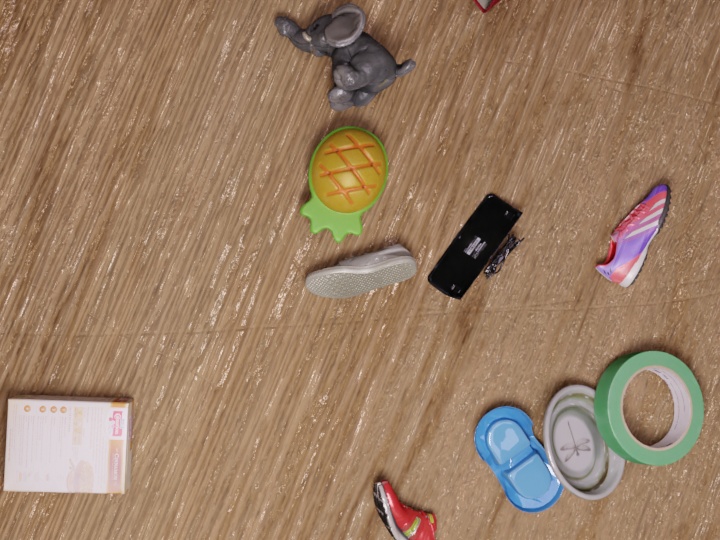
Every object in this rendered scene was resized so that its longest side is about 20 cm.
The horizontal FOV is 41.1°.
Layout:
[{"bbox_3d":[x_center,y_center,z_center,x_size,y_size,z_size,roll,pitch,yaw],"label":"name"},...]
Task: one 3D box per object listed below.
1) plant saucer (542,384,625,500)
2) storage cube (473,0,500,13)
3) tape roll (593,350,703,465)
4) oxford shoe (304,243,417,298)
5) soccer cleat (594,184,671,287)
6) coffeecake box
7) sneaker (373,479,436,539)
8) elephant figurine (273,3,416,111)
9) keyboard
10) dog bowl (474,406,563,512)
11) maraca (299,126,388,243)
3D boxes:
[{"bbox_3d":[0.383,0.304,1.695,0.199,0.050,0.201,13,67,-33],"label":"plant saucer"},{"bbox_3d":[0.248,-0.587,1.658,0.180,0.171,0.200,-39,92,-6],"label":"storage cube"},{"bbox_3d":[0.515,0.244,1.709,0.199,0.048,0.202,2,82,-17],"label":"tape roll"},{"bbox_3d":[0.000,0.000,1.688,0.199,0.075,0.058,-14,49,3],"label":"oxford shoe"},{"bbox_3d":[0.494,-0.072,1.728,0.073,0.068,0.201,25,89,0],"label":"soccer cleat"},{"bbox_3d":[-0.491,0.293,1.627,0.199,0.073,0.155,3,89,-5],"label":"coffeecake box"},{"bbox_3d":[0.089,0.442,1.685,0.085,0.077,0.201,-32,103,-10],"label":"sneaker"},{"bbox_3d":[-0.031,-0.392,1.659,0.154,0.141,0.201,-13,73,-33],"label":"elephant figurine"},{"bbox_3d":[0.216,-0.032,1.724,0.104,0.040,0.200,36,87,20],"label":"keyboard"},{"bbox_3d":[0.278,0.333,1.709,0.111,0.050,0.201,-34,92,-5],"label":"dog bowl"},{"bbox_3d":[-0.028,-0.150,1.658,0.136,0.107,0.201,20,88,-2],"label":"maraca"}]
